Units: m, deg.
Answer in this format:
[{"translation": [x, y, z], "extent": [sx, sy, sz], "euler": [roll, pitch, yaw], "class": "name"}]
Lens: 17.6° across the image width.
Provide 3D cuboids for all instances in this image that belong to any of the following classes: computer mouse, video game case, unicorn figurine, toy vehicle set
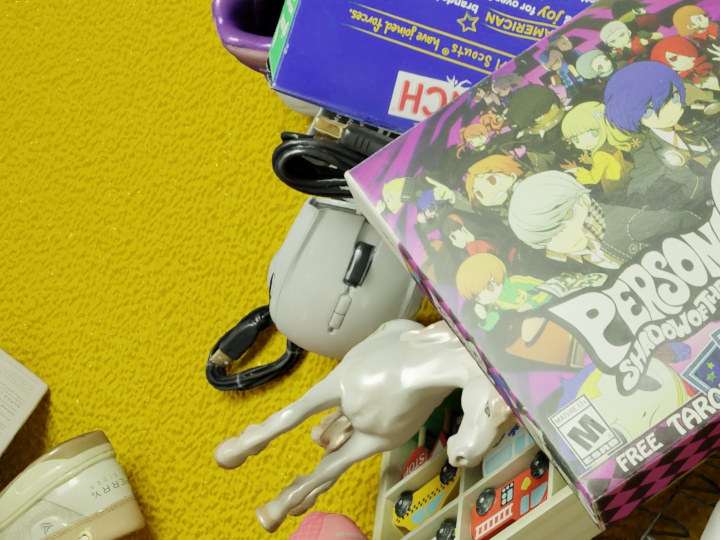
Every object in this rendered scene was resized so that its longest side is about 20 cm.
[{"translation": [0.000, 0.000, 1.063], "extent": [0.200, 0.109, 0.044], "euler": [114, 173, -62], "class": "computer mouse"}, {"translation": [0.123, -0.026, 0.913], "extent": [0.200, 0.036, 0.181], "euler": [-34, 60, -3], "class": "video game case"}, {"translation": [-0.021, -0.009, 1.168], "extent": [0.200, 0.034, 0.059], "euler": [-49, 49, 25], "class": "computer mouse"}, {"translation": [0.010, 0.059, 0.995], "extent": [0.137, 0.074, 0.200], "euler": [-34, 17, 6], "class": "unicorn figurine"}, {"translation": [0.073, 0.070, 0.999], "extent": [0.200, 0.026, 0.124], "euler": [-42, 30, 40], "class": "toy vehicle set"}]

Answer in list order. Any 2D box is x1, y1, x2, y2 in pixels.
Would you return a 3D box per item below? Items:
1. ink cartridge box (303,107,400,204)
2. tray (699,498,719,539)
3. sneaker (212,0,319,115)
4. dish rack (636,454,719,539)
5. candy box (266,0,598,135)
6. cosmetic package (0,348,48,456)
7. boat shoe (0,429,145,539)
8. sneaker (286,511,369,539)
[{"translation": [0.054, -0.114, 1.076], "extent": [0.200, 0.094, 0.044], "euler": [-62, 3, 12], "class": "ink cartridge box"}, {"translation": [0.194, 0.172, 0.843], "extent": [0.200, 0.022, 0.108], "euler": [28, 100, 24], "class": "tray"}, {"translation": [0.003, -0.155, 1.138], "extent": [0.200, 0.088, 0.081], "euler": [-39, 51, 30], "class": "sneaker"}, {"translation": [0.167, 0.105, 0.924], "extent": [0.200, 0.054, 0.153], "euler": [-57, 46, 14], "class": "dish rack"}, {"translation": [0.068, -0.150, 1.004], "extent": [0.077, 0.169, 0.200], "euler": [-97, 26, -76], "class": "candy box"}, {"translation": [-0.254, 0.115, 1.259], "extent": [0.113, 0.081, 0.200], "euler": [-50, 8, 24], "class": "cosmetic package"}, {"translation": [-0.188, 0.167, 1.260], "extent": [0.066, 0.074, 0.200], "euler": [53, 127, 13], "class": "boat shoe"}, {"translation": [-0.048, 0.201, 1.120], "extent": [0.200, 0.074, 0.087], "euler": [-53, 33, 16], "class": "sneaker"}]
